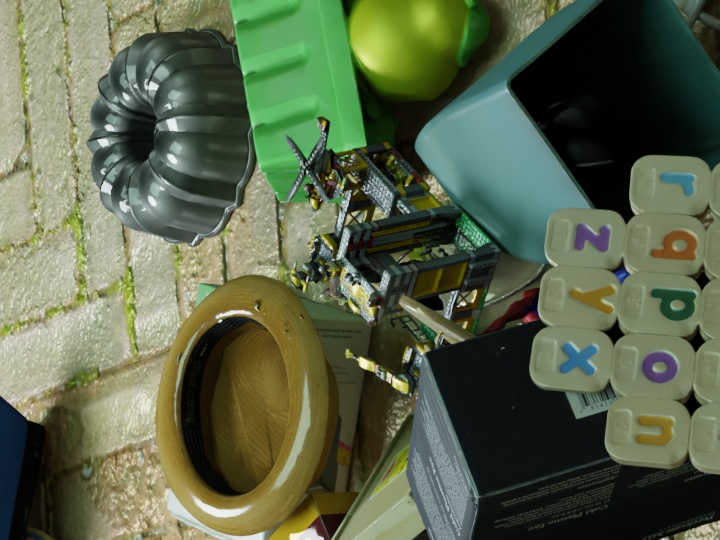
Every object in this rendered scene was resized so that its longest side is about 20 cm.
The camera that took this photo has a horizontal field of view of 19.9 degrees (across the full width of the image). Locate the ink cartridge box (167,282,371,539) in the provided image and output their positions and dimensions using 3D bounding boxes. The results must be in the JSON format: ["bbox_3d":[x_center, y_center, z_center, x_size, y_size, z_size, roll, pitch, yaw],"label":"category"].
[{"bbox_3d":[-0.079,0.122,1.705,0.145,0.087,0.201,15,97,50],"label":"ink cartridge box"}]

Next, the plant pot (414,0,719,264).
[{"bbox_3d":[0.133,-0.090,1.396,0.142,0.141,0.200,53,155,-10],"label":"plant pot"}]

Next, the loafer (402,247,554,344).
[{"bbox_3d":[0.095,0.011,1.501,0.200,0.068,0.076,-36,21,44],"label":"loafer"}]

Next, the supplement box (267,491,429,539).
[{"bbox_3d":[-0.002,0.306,1.563,0.197,0.132,0.201,-50,52,35],"label":"supplement box"}]

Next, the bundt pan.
[{"bbox_3d":[-0.182,-0.124,1.856,0.201,0.075,0.203,-5,84,51],"label":"bundt pan"}]

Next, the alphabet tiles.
[{"bbox_3d":[0.203,0.024,1.227,0.194,0.015,0.201,4,66,12],"label":"alphabet tiles"}]

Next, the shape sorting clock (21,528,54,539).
[{"bbox_3d":[-0.324,0.355,2.019,0.199,0.039,0.202,-5,83,50],"label":"shape sorting clock"}]

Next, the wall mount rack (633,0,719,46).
[{"bbox_3d":[0.202,-0.255,1.405,0.200,0.074,0.175,43,119,42],"label":"wall mount rack"}]

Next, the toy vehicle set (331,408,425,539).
[{"bbox_3d":[0.044,0.141,1.494,0.026,0.200,0.124,42,130,-5],"label":"toy vehicle set"}]

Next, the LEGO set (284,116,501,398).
[{"bbox_3d":[0.000,0.000,1.461,0.200,0.115,0.154,55,140,30],"label":"LEGO set"}]

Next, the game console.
[{"bbox_3d":[-0.385,0.233,2.000,0.170,0.118,0.201,-25,50,46],"label":"game console"}]

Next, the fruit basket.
[{"bbox_3d":[0.008,-0.164,1.613,0.214,0.156,0.217,-2,75,8],"label":"fruit basket"}]

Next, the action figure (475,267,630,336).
[{"bbox_3d":[0.161,0.033,1.379,0.199,0.099,0.066,-22,102,35],"label":"action figure"}]

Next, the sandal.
[{"bbox_3d":[0.086,0.094,1.405,0.077,0.211,0.070,28,85,47],"label":"sandal"}]

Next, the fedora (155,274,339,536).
[{"bbox_3d":[-0.073,0.106,1.577,0.200,0.082,0.202,-12,72,42],"label":"fedora"}]

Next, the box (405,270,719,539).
[{"bbox_3d":[0.140,0.109,1.307,0.182,0.199,0.105,95,157,-60],"label":"box"}]
